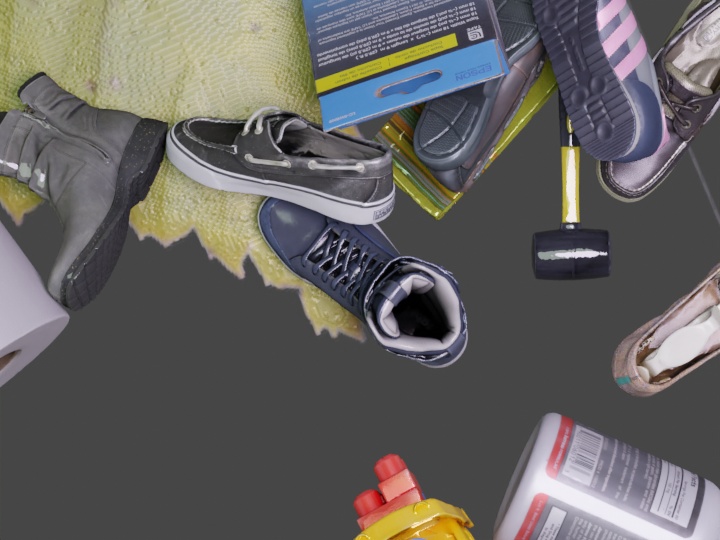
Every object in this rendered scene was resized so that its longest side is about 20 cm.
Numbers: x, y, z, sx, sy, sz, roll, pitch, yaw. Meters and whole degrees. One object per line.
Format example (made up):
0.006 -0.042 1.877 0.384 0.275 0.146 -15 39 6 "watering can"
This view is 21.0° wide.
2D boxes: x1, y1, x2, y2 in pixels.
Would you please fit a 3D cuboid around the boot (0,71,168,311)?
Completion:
-0.241 -0.062 1.527 0.129 0.068 0.201 18 50 2 "boot"

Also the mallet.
0.177 -0.090 1.549 0.065 0.041 0.202 6 96 1 "mallet"

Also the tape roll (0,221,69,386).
-0.342 0.040 1.485 0.202 0.203 0.140 -37 88 -1 "tape roll"

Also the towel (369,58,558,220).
0.098 -0.142 1.577 0.086 0.018 0.200 42 88 2 "towel"

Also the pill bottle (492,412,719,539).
0.212 0.200 1.509 0.198 0.116 0.117 24 88 2 "pill bottle"

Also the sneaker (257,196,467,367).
0.001 -0.001 1.510 0.202 0.146 0.077 36 90 4 "sneaker"

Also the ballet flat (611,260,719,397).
0.287 0.034 1.540 0.200 0.067 0.068 -40 88 -1 "ballet flat"

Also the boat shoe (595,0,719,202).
0.252 -0.147 1.550 0.073 0.065 0.201 29 89 1 "boat shoe"

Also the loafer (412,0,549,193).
0.105 -0.154 1.547 0.071 0.063 0.201 20 69 32 "loafer"

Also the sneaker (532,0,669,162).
0.188 -0.179 1.511 0.070 0.082 0.202 -19 78 38 "sneaker"

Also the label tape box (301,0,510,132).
0.035 -0.171 1.493 0.143 0.064 0.201 -17 45 8 "label tape box"

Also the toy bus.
0.049 0.232 1.476 0.135 0.200 0.193 -26 80 2 "toy bus"

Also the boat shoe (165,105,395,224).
-0.063 -0.097 1.529 0.198 0.071 0.064 15 131 18 "boat shoe"
